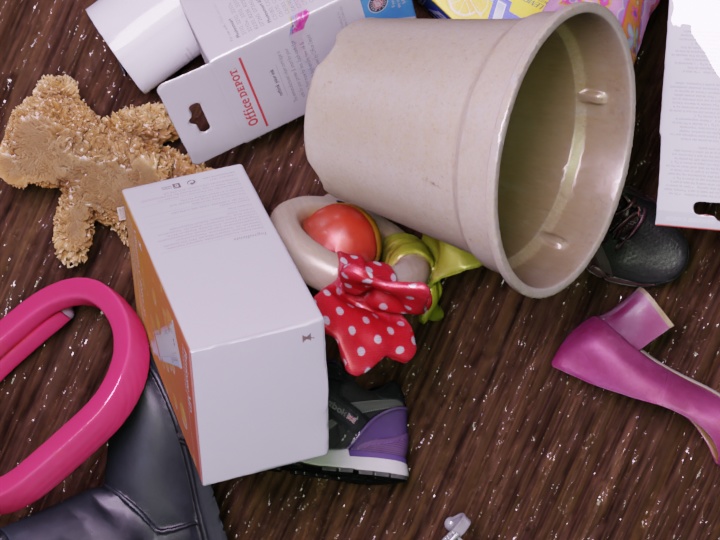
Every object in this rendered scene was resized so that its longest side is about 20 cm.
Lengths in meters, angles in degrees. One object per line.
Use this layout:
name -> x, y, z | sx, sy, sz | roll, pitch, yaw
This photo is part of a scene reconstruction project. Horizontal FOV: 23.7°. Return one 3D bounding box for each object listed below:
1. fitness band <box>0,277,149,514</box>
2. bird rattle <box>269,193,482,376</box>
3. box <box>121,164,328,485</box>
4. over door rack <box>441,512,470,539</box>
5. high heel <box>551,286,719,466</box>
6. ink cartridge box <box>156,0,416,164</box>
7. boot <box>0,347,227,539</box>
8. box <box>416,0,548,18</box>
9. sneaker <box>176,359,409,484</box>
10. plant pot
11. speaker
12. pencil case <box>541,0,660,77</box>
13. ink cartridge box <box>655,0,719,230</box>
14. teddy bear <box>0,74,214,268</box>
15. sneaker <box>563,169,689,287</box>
fitness band -> -0.246, 0.096, 1.305 | 0.200, 0.037, 0.144 | -42, 51, 6
bird rattle -> 0.000, 0.000, 1.289 | 0.162, 0.200, 0.114 | 28, 124, 21
box -> -0.099, 0.035, 1.240 | 0.096, 0.201, 0.126 | -13, 128, -15
over door rack -> 0.057, 0.312, 1.351 | 0.148, 0.067, 0.200 | 47, 69, -4
high heel -> 0.242, 0.117, 1.356 | 0.096, 0.067, 0.201 | -37, 92, -3
ink cartridge box -> -0.060, -0.172, 1.282 | 0.198, 0.115, 0.068 | -26, 61, -3
boot -> -0.202, 0.172, 1.311 | 0.167, 0.076, 0.202 | -21, 100, -24
box -> 0.110, -0.198, 1.337 | 0.200, 0.064, 0.070 | 43, 91, -5
sneaker -> -0.051, 0.110, 1.324 | 0.198, 0.075, 0.089 | 13, 73, -33
plant pot -> 0.068, -0.100, 1.208 | 0.182, 0.200, 0.203 | 15, 93, 32
speaker -> -0.111, -0.223, 1.316 | 0.199, 0.081, 0.082 | -36, 94, 1
pencil case -> 0.191, -0.227, 1.288 | 0.087, 0.088, 0.201 | 26, 62, -4
ink cartridge box -> 0.282, -0.131, 1.279 | 0.108, 0.050, 0.203 | 6, 98, 22
teddy bear -> -0.184, -0.069, 1.336 | 0.197, 0.067, 0.147 | 12, 105, -8
sneaker -> 0.173, -0.048, 1.321 | 0.199, 0.116, 0.076 | 31, 91, -4
